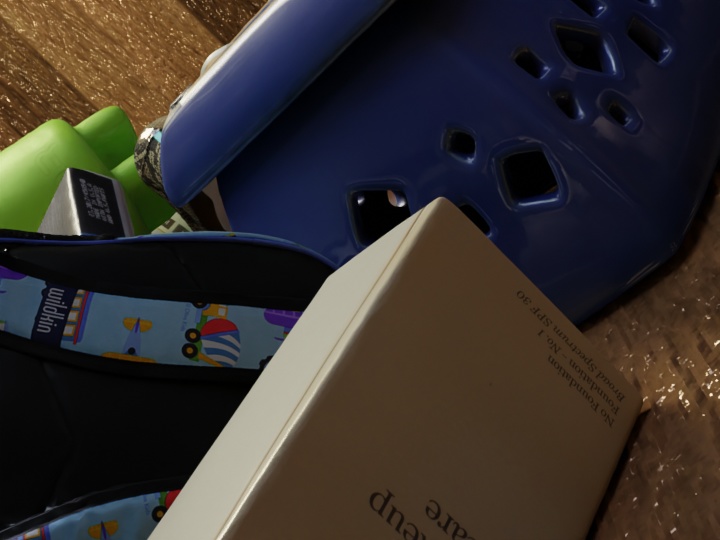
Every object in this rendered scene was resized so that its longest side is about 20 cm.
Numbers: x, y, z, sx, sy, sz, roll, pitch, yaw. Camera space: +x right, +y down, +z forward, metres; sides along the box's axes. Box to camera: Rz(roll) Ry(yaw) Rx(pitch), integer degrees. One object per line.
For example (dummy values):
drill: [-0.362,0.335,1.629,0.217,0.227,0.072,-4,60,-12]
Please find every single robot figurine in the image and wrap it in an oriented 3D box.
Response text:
robot figurine: [-0.216,-0.019,1.047,0.200,0.176,0.116,-38,-21,-11]

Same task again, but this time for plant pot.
plant pot: [0.037,-0.075,0.723,0.200,0.180,0.200,-38,12,40]

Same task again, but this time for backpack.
backpack: [-0.085,0.076,0.645,0.135,0.198,0.184,107,159,-72]

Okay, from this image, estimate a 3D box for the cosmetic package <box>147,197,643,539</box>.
cosmetic package: [0.001,0.083,0.480,0.073,0.103,0.200,-36,16,44]

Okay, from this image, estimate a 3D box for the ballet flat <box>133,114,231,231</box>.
ballet flat: [-0.071,-0.025,1.041,0.068,0.200,0.075,-48,45,-4]

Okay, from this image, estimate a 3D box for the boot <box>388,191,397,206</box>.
boot: [0.000,0.000,0.941,0.155,0.077,0.201,-9,44,48]

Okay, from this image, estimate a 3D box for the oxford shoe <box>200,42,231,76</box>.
oxford shoe: [-0.042,-0.151,1.090,0.200,0.058,0.075,-38,-13,-52]

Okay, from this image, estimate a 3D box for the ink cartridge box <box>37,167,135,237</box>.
ink cartridge box: [-0.173,0.077,0.889,0.201,0.047,0.198,-58,33,24]

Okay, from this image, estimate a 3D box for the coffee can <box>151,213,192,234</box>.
coffee can: [-0.129,0.014,1.164,0.200,0.146,0.146,-50,10,-18]

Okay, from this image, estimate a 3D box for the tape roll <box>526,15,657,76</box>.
tape roll: [0.077,-0.169,0.783,0.203,0.203,0.037,-37,17,44]
